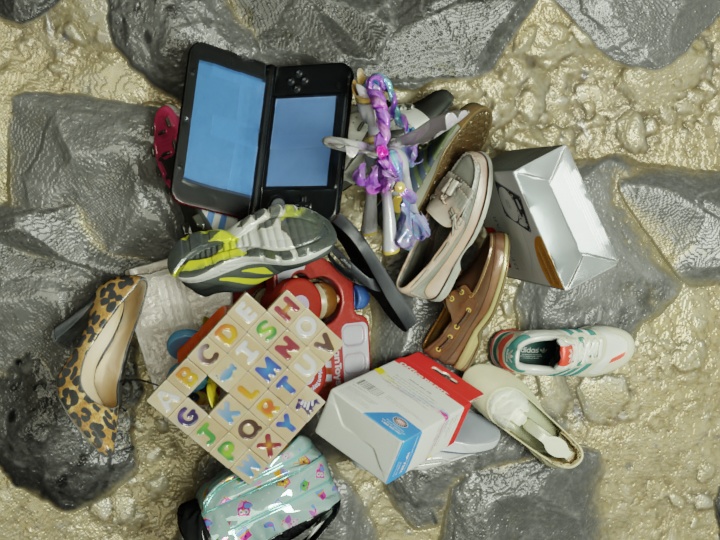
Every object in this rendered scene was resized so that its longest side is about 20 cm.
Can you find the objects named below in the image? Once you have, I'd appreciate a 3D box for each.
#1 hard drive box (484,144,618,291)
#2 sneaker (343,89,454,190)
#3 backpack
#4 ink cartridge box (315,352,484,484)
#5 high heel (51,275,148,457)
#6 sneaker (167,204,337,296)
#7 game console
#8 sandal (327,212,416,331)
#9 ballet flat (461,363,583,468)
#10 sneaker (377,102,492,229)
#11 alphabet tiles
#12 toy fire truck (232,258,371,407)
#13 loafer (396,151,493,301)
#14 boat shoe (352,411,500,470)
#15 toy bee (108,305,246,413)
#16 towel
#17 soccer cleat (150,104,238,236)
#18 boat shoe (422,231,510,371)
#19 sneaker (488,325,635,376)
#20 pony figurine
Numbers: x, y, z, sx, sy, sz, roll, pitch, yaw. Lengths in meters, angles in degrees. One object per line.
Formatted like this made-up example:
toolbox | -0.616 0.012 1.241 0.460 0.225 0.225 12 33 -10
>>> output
hard drive box | 0.216 -0.067 1.357 0.076 0.200 0.157 -27 98 -8
sneaker | 0.024 -0.183 1.379 0.199 0.074 0.089 -35 102 -5
backpack | -0.124 0.292 1.359 0.199 0.167 0.127 -26 94 -13
ink cartridge box | 0.053 0.175 1.361 0.116 0.200 0.068 33 117 26
high heel | -0.288 0.105 1.295 0.142 0.071 0.201 -35 58 16
sneaker | -0.123 -0.021 1.297 0.199 0.085 0.075 -10 65 5
game console | -0.113 -0.165 1.308 0.171 0.119 0.201 1 79 25
sandal | 0.000 0.000 1.359 0.043 0.076 0.201 -38 105 -10
ballet flat | 0.216 0.195 1.438 0.200 0.069 0.070 39 88 -17
sneaker | 0.079 -0.132 1.385 0.067 0.090 0.201 22 100 -53
alphabet tiles | -0.119 0.126 1.270 0.200 0.008 0.167 -47 113 -2
toy fire truck | -0.060 0.077 1.378 0.167 0.112 0.202 -3 91 -37
loafer | 0.101 -0.052 1.340 0.063 0.072 0.201 4 117 -31
boat shoe | 0.083 0.225 1.436 0.199 0.074 0.066 3 125 -15
toy bee | -0.192 0.117 1.332 0.109 0.199 0.132 35 52 -39
towel | -0.211 0.078 1.382 0.132 0.034 0.201 -17 98 -7
soccer cleat | -0.195 -0.110 1.360 0.086 0.070 0.201 -17 88 -40
boat shoe | 0.134 0.038 1.391 0.067 0.072 0.201 16 119 -6
sneaker | 0.273 0.111 1.437 0.198 0.093 0.071 1 95 -9
pony figurine | 0.031 -0.126 1.267 0.165 0.193 0.201 -12 107 -11
